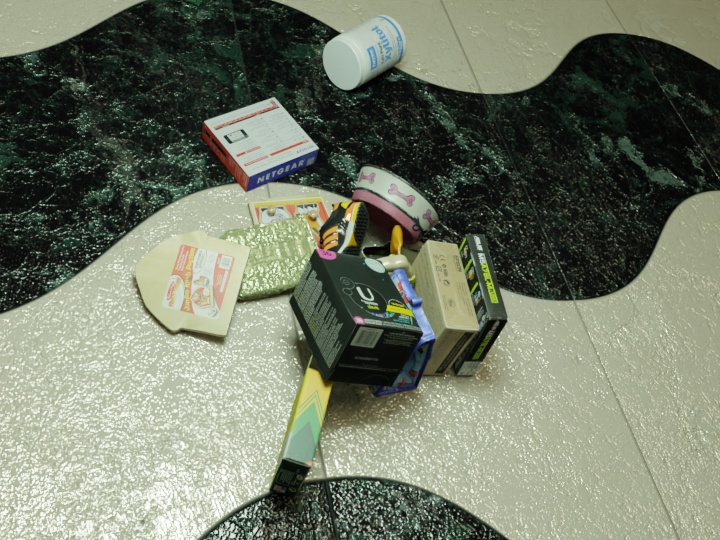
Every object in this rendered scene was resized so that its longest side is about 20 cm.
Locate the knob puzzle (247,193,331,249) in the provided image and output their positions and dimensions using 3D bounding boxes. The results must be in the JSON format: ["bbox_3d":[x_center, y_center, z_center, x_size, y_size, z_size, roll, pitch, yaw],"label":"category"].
[{"bbox_3d":[-0.126,-0.080,1.617,0.214,0.031,0.224,10,51,-13],"label":"knob puzzle"}]

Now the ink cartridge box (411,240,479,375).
[{"bbox_3d":[0.145,0.074,1.505,0.073,0.166,0.204,5,52,-19],"label":"ink cartridge box"}]

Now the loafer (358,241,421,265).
[{"bbox_3d":[0.074,-0.016,1.612,0.195,0.070,0.076,-3,54,-21],"label":"loafer"}]

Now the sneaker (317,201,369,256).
[{"bbox_3d":[-0.052,-0.048,1.560,0.088,0.070,0.204,8,64,29],"label":"sneaker"}]

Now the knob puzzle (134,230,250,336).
[{"bbox_3d":[-0.320,0.021,1.448,0.214,0.031,0.225,2,69,-5],"label":"knob puzzle"}]

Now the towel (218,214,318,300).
[{"bbox_3d":[-0.169,-0.025,1.534,0.196,0.037,0.151,-15,75,-26],"label":"towel"}]

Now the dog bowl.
[{"bbox_3d":[0.066,-0.131,1.628,0.198,0.200,0.075,32,81,7],"label":"dog bowl"}]

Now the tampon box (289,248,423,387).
[{"bbox_3d":[-0.011,0.080,1.350,0.147,0.128,0.201,10,33,-34],"label":"tampon box"}]

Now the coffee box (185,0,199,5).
[{"bbox_3d":[-0.402,-0.794,2.016,0.043,0.124,0.203,16,51,-2],"label":"coffee box"}]

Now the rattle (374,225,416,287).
[{"bbox_3d":[0.000,0.000,1.524,0.196,0.130,0.146,-23,71,11],"label":"rattle"}]

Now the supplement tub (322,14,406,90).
[{"bbox_3d":[0.013,-0.551,1.968,0.131,0.133,0.199,39,51,13],"label":"supplement tub"}]

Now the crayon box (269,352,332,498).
[{"bbox_3d":[-0.094,0.257,1.301,0.050,0.128,0.203,17,50,-5],"label":"crayon box"}]

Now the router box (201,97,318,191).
[{"bbox_3d":[-0.222,-0.283,1.728,0.198,0.049,0.180,-27,66,-34],"label":"router box"}]

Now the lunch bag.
[{"bbox_3d":[0.068,0.109,1.426,0.092,0.202,0.153,-7,56,-23],"label":"lunch bag"}]

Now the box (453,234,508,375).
[{"bbox_3d":[0.211,0.069,1.510,0.046,0.202,0.196,3,51,-14],"label":"box"}]
